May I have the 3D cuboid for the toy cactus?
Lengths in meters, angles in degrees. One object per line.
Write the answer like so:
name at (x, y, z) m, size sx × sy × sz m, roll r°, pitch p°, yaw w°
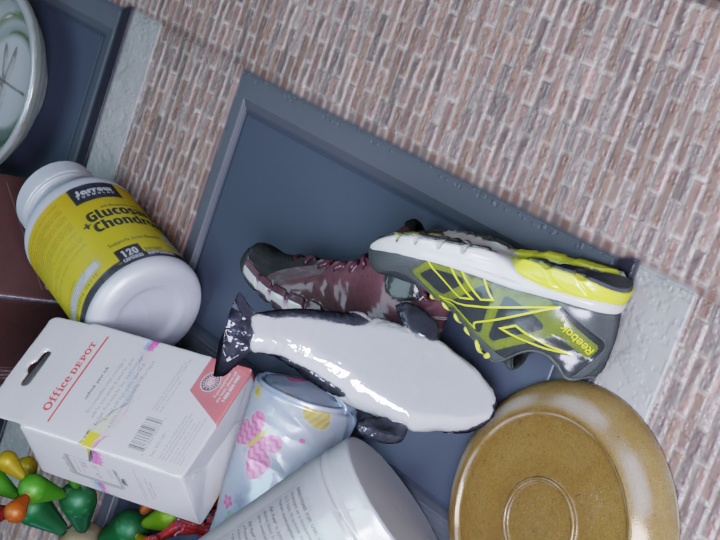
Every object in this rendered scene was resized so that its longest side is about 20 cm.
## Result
toy cactus at (-0.247, 0.227, 1.420) m, size 0.102 × 0.199 × 0.166 m, roll -86°, pitch -2°, yaw -52°

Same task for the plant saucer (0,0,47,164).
plant saucer at (-0.374, -0.196, 1.661) m, size 0.200 × 0.050 × 0.201 m, roll -9°, pitch 78°, yaw 46°

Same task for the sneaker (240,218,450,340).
sneaker at (0.000, 0.000, 1.234) m, size 0.200 × 0.076 × 0.116 m, roll 35°, pitch 104°, yaw 32°

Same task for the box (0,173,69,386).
box at (-0.406, 0.023, 1.579) m, size 0.200 × 0.164 × 0.166 m, roll -46°, pitch 53°, yaw 31°

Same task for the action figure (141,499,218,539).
action figure at (-0.149, 0.255, 1.328) m, size 0.065 × 0.099 × 0.201 m, roll 22°, pitch 97°, yaw 44°

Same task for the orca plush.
orca plush at (-0.007, 0.079, 1.137) m, size 0.071 × 0.199 × 0.106 m, roll 124°, pitch 147°, yaw -63°

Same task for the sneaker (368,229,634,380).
sneaker at (0.088, 0.023, 1.108) m, size 0.199 × 0.074 × 0.085 m, roll 15°, pitch 101°, yaw 32°

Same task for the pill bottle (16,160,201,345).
pill bottle at (-0.235, -0.014, 1.443) m, size 0.200 × 0.112 × 0.112 m, roll 46°, pitch 116°, yaw 39°

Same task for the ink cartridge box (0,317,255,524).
ink cartridge box at (-0.193, 0.118, 1.308) m, size 0.199 × 0.068 × 0.117 m, roll 15°, pitch 52°, yaw 25°

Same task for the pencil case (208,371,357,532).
pencil case at (-0.067, 0.182, 1.260) m, size 0.090 × 0.083 × 0.201 m, roll 21°, pitch 99°, yaw 33°

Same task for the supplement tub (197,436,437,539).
supplement tub at (-0.052, 0.227, 1.156) m, size 0.200 × 0.132 × 0.132 m, roll -35°, pitch 57°, yaw 11°

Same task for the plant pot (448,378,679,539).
plant pot at (0.129, 0.174, 1.096) m, size 0.199 × 0.027 × 0.201 m, roll -10°, pitch 77°, yaw 45°
